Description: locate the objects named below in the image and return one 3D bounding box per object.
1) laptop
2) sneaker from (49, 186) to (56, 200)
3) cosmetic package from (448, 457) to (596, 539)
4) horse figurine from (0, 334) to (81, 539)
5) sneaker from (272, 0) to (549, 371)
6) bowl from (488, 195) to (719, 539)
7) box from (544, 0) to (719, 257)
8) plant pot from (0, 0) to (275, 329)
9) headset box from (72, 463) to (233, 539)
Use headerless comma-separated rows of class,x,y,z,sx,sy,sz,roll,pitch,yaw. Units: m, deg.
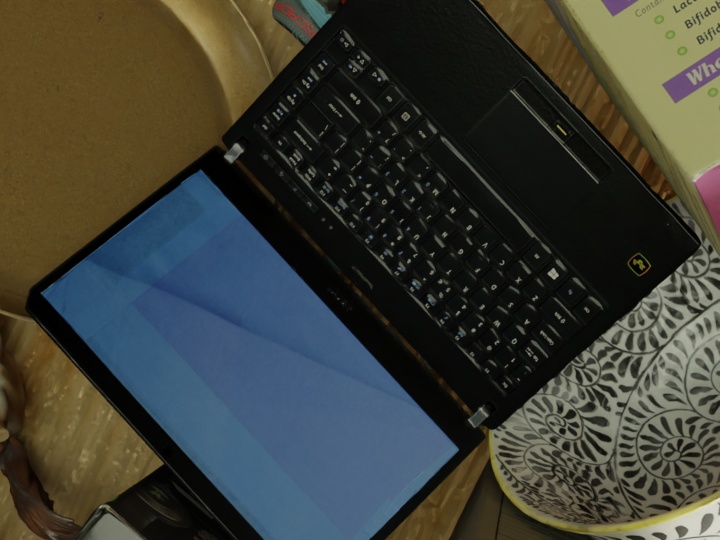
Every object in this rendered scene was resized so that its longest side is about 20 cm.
laptop,0.000,0.000,0.683,0.177,0.103,0.200,47,114,3
sneaker,-0.092,-0.014,0.789,0.089,0.077,0.200,-39,86,-24
cosmetic package,0.077,0.151,0.697,0.103,0.200,0.087,25,97,6
horse figurine,-0.185,0.036,0.774,0.050,0.133,0.201,-22,104,-6
sneaker,0.009,-0.040,0.758,0.095,0.079,0.200,-38,80,17
bowl,0.161,0.057,0.712,0.201,0.201,0.094,-38,115,7
box,0.169,-0.132,0.684,0.176,0.097,0.200,-33,58,7
plant pot,-0.130,-0.068,0.734,0.199,0.027,0.201,8,69,-23
headset box,-0.108,0.177,0.721,0.093,0.200,0.174,41,97,3
